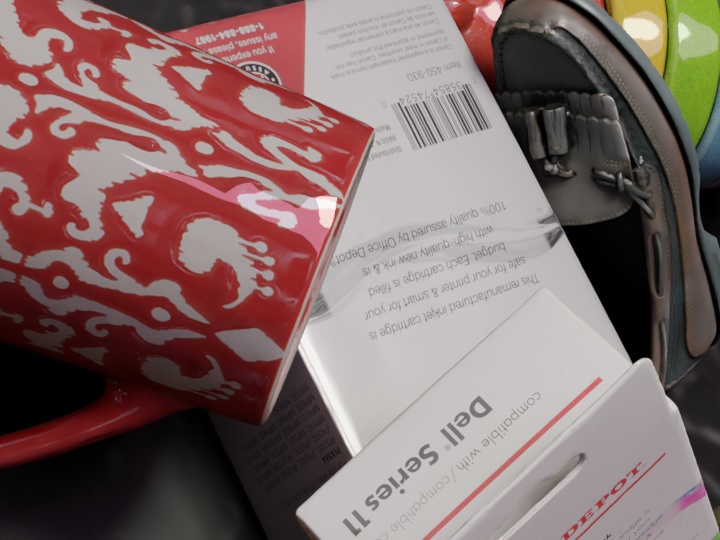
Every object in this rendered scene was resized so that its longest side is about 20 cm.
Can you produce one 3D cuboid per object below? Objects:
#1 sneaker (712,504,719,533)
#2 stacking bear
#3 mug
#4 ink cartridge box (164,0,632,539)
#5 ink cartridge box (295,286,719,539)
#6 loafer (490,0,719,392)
[{"bbox_3d":[0.188,0.102,0.946,0.071,0.075,0.200,53,7,11],"label":"sneaker"},{"bbox_3d":[0.107,-0.095,1.049,0.199,0.121,0.114,7,80,-21],"label":"stacking bear"},{"bbox_3d":[-0.112,-0.016,0.819,0.199,0.178,0.134,20,30,1],"label":"mug"},{"bbox_3d":[0.000,0.000,0.935,0.146,0.083,0.201,-18,76,-38],"label":"ink cartridge box"},{"bbox_3d":[0.053,0.085,0.819,0.117,0.200,0.067,-42,62,-7],"label":"ink cartridge box"},{"bbox_3d":[0.100,-0.025,0.983,0.063,0.072,0.200,-55,133,-31],"label":"loafer"}]
